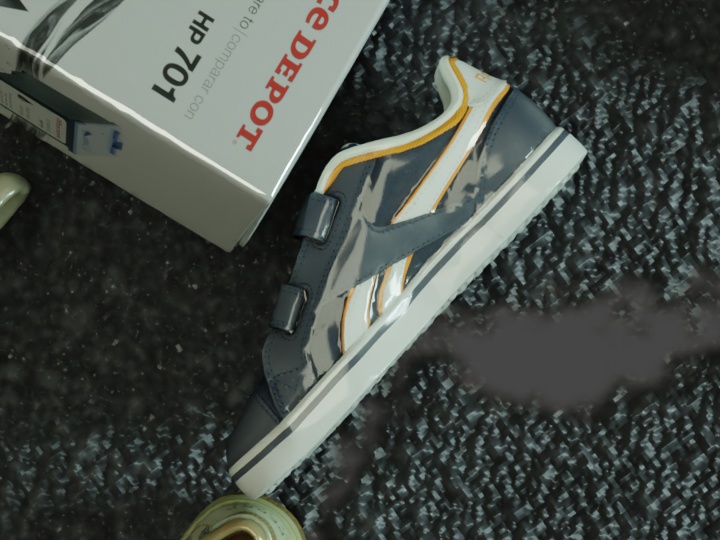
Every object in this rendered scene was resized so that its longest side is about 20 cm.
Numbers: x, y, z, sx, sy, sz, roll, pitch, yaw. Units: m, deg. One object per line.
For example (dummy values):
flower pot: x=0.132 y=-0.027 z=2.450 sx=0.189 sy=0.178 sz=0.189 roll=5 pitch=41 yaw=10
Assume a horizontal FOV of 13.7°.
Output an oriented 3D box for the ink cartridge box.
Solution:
ink cartridge box: x=-0.093 y=-0.125 z=1.212 sx=0.199 sy=0.086 sz=0.147 roll=31 pitch=71 yaw=-3

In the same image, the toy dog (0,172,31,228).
toy dog: x=-0.267 y=-0.049 z=1.264 sx=0.200 sy=0.139 sz=0.194 roll=49 pitch=132 yaw=4

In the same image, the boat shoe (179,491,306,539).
boat shoe: x=-0.092 y=0.183 z=1.260 sx=0.073 sy=0.063 sz=0.201 roll=28 pitch=94 yaw=6

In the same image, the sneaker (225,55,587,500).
sneaker: x=0.000 y=0.000 z=1.242 sx=0.079 sy=0.078 sz=0.200 roll=42 pitch=84 yaw=1
